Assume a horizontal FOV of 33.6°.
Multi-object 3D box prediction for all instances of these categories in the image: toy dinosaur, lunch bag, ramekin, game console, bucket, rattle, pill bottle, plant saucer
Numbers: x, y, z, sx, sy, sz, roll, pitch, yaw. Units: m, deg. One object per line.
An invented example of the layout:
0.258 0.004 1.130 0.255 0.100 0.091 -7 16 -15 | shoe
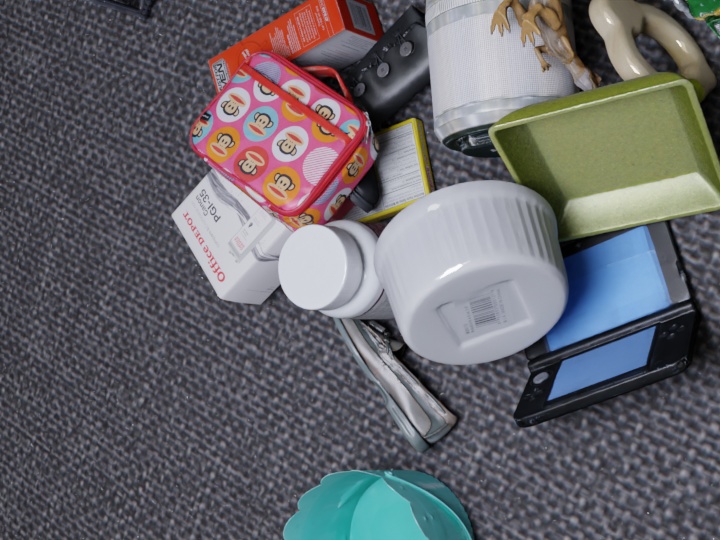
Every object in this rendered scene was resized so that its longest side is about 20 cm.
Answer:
0.181 -0.266 1.192 0.060 0.106 0.202 -6 105 49 | toy dinosaur
-0.078 -0.156 1.361 0.200 0.082 0.177 36 84 28 | lunch bag
0.119 0.010 1.235 0.200 0.200 0.098 -36 47 26 | ramekin
0.239 0.051 1.248 0.199 0.176 0.117 -25 103 30 | game console
0.026 0.323 1.356 0.206 0.134 0.209 -1 88 33 | bucket
0.263 -0.226 1.247 0.200 0.130 0.143 46 153 5 | rattle
0.000 0.000 1.348 0.109 0.199 0.111 -2 87 32 | pill bottle
0.253 -0.120 1.197 0.198 0.200 0.048 -11 52 24 | plant saucer

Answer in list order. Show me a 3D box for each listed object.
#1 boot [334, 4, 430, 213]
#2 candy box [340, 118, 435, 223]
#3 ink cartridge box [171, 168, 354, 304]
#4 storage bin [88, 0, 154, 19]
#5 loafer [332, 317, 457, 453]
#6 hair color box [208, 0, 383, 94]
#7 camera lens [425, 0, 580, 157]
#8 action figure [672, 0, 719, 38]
0.036 -0.189 1.395 0.200 0.066 0.165 -39 63 13 | boot
-0.003 -0.105 1.456 0.199 0.026 0.103 -17 78 31 | candy box
-0.120 -0.076 1.467 0.200 0.083 0.147 -45 62 21 | ink cartridge box
-0.377 -0.436 1.644 0.199 0.135 0.094 34 106 29 | storage bin
0.041 0.116 1.406 0.063 0.072 0.201 -34 76 5 | loafer
-0.079 -0.268 1.469 0.199 0.101 0.062 -25 76 29 | hair color box
0.152 -0.231 1.284 0.159 0.160 0.202 -8 84 32 | camera lens
0.315 -0.302 1.186 0.118 0.200 0.055 -7 48 60 | action figure
